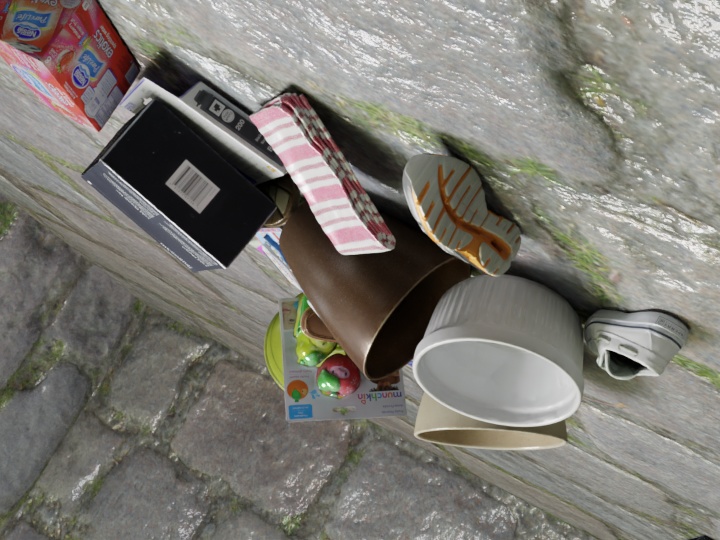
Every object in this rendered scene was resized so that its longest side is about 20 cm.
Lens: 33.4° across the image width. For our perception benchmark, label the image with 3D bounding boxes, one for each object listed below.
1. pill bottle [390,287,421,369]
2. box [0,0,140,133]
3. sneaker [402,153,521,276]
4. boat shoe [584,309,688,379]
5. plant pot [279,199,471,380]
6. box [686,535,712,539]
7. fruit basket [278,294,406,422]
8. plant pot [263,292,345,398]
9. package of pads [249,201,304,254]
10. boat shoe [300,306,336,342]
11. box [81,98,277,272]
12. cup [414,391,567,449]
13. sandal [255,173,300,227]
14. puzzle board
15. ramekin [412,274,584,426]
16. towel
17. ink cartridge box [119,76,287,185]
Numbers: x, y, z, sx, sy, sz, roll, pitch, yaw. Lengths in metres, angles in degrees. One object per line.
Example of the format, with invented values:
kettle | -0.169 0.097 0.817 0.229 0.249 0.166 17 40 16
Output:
pill bottle | 0.071 0.059 1.639 0.112 0.112 0.200 25 167 28
box | -0.347 -0.257 1.399 0.095 0.100 0.200 28 168 14
sneaker | 0.088 -0.058 1.209 0.077 0.078 0.200 29 170 39
boat shoe | 0.287 0.086 1.322 0.074 0.067 0.200 32 168 -3
plant pot | 0.000 0.000 1.470 0.200 0.187 0.187 40 172 22
box | 0.650 0.614 2.391 0.046 0.159 0.200 27 167 10
fruit basket | -0.028 0.129 1.829 0.185 0.200 0.094 -2 151 -7
plant pot | -0.050 0.103 1.999 0.200 0.200 0.193 31 156 1
package of pads | -0.063 -0.025 1.731 0.154 0.068 0.200 34 168 -15
boat shoe | 0.012 0.073 1.773 0.200 0.072 0.068 -1 -176 -9
box | -0.231 -0.100 1.495 0.200 0.104 0.182 42 165 -15
cup | 0.175 0.155 1.595 0.200 0.143 0.200 4 164 1
sandal | -0.112 -0.089 1.577 0.055 0.082 0.200 17 172 -21
puzzle board | -0.070 0.018 1.646 0.200 0.017 0.151 51 164 -14
ramekin | 0.169 0.091 1.416 0.200 0.105 0.200 12 147 8
towel | -0.046 -0.099 1.311 0.200 0.030 0.146 57 163 -10
ink cartridge box | -0.191 -0.178 1.477 0.200 0.043 0.198 34 168 -16
